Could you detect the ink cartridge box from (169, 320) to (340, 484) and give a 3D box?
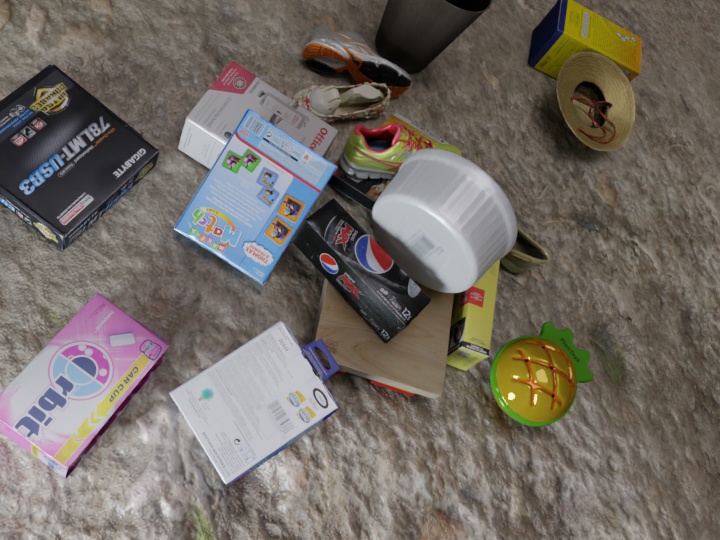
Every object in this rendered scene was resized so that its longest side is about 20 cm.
[{"bbox_3d":[-0.119,0.160,0.947,0.199,0.076,0.137,-33,82,-10],"label":"ink cartridge box"}]

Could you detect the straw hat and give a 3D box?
[{"bbox_3d":[0.441,-0.319,1.462,0.200,0.085,0.203,4,78,-20],"label":"straw hat"}]

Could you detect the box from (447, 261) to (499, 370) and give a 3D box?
[{"bbox_3d":[0.176,0.051,1.169,0.050,0.075,0.201,21,60,-13],"label":"box"}]

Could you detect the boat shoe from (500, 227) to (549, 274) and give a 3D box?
[{"bbox_3d":[0.229,-0.065,1.223,0.200,0.063,0.073,39,56,-25],"label":"boat shoe"}]

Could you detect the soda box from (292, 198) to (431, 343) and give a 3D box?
[{"bbox_3d":[0.000,0.000,1.034,0.200,0.071,0.063,46,55,3],"label":"soda box"}]

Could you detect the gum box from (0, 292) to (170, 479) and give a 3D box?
[{"bbox_3d":[-0.337,0.133,0.905,0.113,0.066,0.200,36,57,-3],"label":"gum box"}]

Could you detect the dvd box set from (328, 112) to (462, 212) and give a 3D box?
[{"bbox_3d":[0.058,-0.173,1.227,0.146,0.029,0.200,35,55,17],"label":"dvd box set"}]

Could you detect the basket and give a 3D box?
[{"bbox_3d":[0.115,-0.457,1.314,0.136,0.200,0.181,-37,83,-32],"label":"basket"}]

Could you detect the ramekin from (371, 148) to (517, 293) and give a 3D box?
[{"bbox_3d":[0.111,-0.063,1.045,0.200,0.201,0.098,43,62,1],"label":"ramekin"}]

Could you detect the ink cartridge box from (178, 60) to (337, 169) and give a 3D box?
[{"bbox_3d":[-0.154,-0.203,1.140,0.199,0.083,0.147,32,57,-7],"label":"ink cartridge box"}]

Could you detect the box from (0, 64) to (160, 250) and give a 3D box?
[{"bbox_3d":[-0.420,-0.160,1.024,0.198,0.050,0.200,38,57,-1],"label":"box"}]

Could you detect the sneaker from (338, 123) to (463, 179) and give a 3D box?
[{"bbox_3d":[0.070,-0.189,1.164,0.199,0.091,0.079,0,52,-11],"label":"sneaker"}]

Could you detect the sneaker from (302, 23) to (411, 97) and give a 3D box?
[{"bbox_3d":[0.002,-0.379,1.305,0.199,0.076,0.092,20,55,-15],"label":"sneaker"}]

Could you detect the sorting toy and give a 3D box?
[{"bbox_3d":[0.029,0.075,1.094,0.199,0.070,0.200,19,59,-14],"label":"sorting toy"}]

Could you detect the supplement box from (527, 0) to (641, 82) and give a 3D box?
[{"bbox_3d":[0.461,-0.450,1.520,0.199,0.109,0.110,23,59,-13],"label":"supplement box"}]

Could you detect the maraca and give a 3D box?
[{"bbox_3d":[0.281,0.158,1.143,0.199,0.107,0.137,-30,80,-32],"label":"maraca"}]

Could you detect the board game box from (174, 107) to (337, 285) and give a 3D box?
[{"bbox_3d":[-0.149,-0.104,1.059,0.151,0.037,0.201,33,92,-6],"label":"board game box"}]

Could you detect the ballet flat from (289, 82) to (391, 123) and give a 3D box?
[{"bbox_3d":[-0.034,-0.289,1.245,0.199,0.064,0.076,-16,83,-29],"label":"ballet flat"}]
